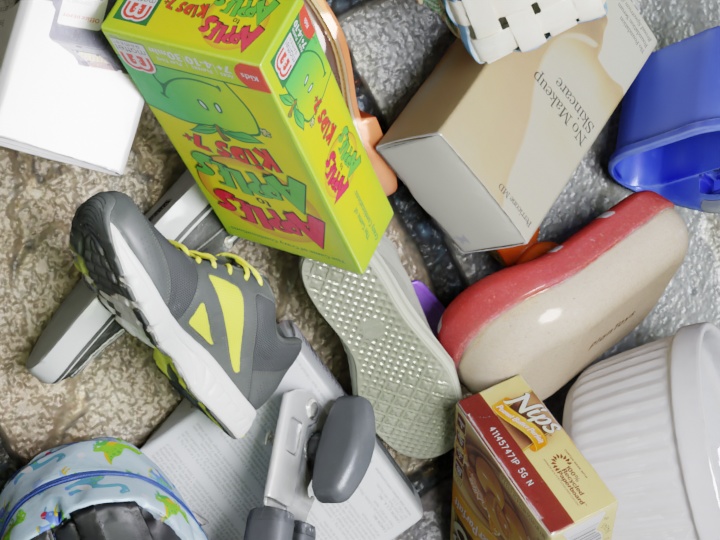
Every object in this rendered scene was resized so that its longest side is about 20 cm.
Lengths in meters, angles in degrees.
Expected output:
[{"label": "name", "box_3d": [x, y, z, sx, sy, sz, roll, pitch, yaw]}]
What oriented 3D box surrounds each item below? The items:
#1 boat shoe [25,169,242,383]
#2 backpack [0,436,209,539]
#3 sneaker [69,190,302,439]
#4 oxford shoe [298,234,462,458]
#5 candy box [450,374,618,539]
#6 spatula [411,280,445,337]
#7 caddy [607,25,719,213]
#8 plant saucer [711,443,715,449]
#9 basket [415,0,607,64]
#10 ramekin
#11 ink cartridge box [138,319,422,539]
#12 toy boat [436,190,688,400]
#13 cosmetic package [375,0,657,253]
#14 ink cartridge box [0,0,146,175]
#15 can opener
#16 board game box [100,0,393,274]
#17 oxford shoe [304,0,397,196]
[{"label": "boat shoe", "box_3d": [-0.127, 0.004, 0.880, 0.200, 0.071, 0.064, -48, 109, -12]}, {"label": "backpack", "box_3d": [-0.154, 0.203, 0.854, 0.161, 0.155, 0.201, -22, 132, -1]}, {"label": "sneaker", "box_3d": [-0.102, 0.013, 0.827, 0.085, 0.074, 0.201, -46, 137, -17]}, {"label": "oxford shoe", "box_3d": [0.018, 0.044, 0.917, 0.074, 0.058, 0.201, -19, 121, 15]}, {"label": "candy box", "box_3d": [0.110, 0.181, 0.923, 0.055, 0.116, 0.202, -20, 138, -18]}, {"label": "spatula", "box_3d": [0.000, 0.000, 0.938, 0.056, 0.021, 0.200, -37, 125, 7]}, {"label": "caddy", "box_3d": [0.264, -0.092, 0.965, 0.140, 0.199, 0.107, 15, 76, -24]}, {"label": "plant saucer", "box_3d": [0.306, 0.184, 1.089, 0.198, 0.048, 0.202, 24, 87, -23]}, {"label": "basket", "box_3d": [0.077, -0.243, 0.853, 0.137, 0.201, 0.177, -18, 130, 16]}, {"label": "ramekin", "box_3d": [0.216, 0.145, 0.956, 0.104, 0.200, 0.202, -15, 106, 24]}, {"label": "ink cartridge box", "box_3d": [-0.081, 0.156, 0.941, 0.199, 0.057, 0.163, -34, 109, 6]}, {"label": "toy boat", "box_3d": [0.125, 0.000, 0.965, 0.199, 0.131, 0.131, -32, 66, -32]}, {"label": "cosmetic package", "box_3d": [0.109, -0.120, 0.930, 0.105, 0.071, 0.201, 46, 62, -23]}, {"label": "ink cartridge box", "box_3d": [-0.165, -0.164, 0.804, 0.083, 0.144, 0.203, 17, 90, -24]}, {"label": "can opener", "box_3d": [-0.042, 0.167, 0.850, 0.053, 0.066, 0.202, 39, 57, -48]}, {"label": "board game box", "box_3d": [-0.057, -0.080, 0.774, 0.048, 0.100, 0.201, -63, 153, -22]}, {"label": "oxford shoe", "box_3d": [-0.044, -0.125, 0.900, 0.072, 0.071, 0.202, -28, 106, -11]}]
